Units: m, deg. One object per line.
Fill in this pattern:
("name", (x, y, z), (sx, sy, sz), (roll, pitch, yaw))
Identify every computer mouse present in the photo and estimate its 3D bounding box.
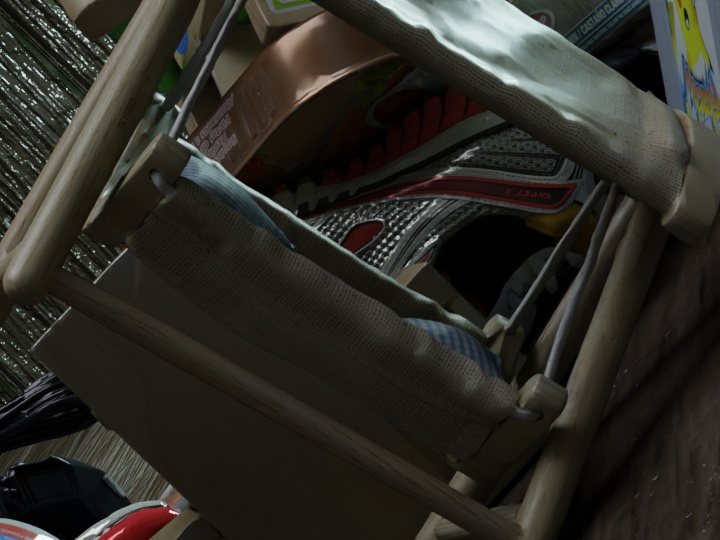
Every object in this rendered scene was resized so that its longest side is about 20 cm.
("computer mouse", (-0.143, 0.106, 1.460), (0.140, 0.200, 0.046), (-28, 53, 16))

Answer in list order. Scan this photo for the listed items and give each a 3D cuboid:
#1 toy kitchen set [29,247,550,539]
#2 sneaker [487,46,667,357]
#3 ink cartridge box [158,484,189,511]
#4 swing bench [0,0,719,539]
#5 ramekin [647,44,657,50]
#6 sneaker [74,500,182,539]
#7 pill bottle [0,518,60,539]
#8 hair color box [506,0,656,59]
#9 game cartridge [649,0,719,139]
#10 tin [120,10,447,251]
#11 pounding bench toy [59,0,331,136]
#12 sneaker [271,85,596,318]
("toy kitchen set", (-0.059, 0.070, 1.102), (0.200, 0.163, 0.180), (-47, 7, -9))
("sneaker", (0.080, -0.026, 1.166), (0.199, 0.080, 0.130), (-38, -6, -27))
("ink cartridge box", (-0.022, 0.060, 1.436), (0.162, 0.050, 0.200), (-42, 11, 27))
("swing bench", (0.001, -0.023, 0.963), (0.200, 0.199, 0.130), (-63, 11, -15))
("ramekin", (0.094, -0.089, 1.360), (0.200, 0.105, 0.200), (-45, 7, 7))
("sneaker", (-0.122, 0.190, 1.242), (0.200, 0.077, 0.085), (-56, 21, -20))
("pill bottle", (-0.203, 0.215, 1.360), (0.112, 0.112, 0.200), (-42, 8, 33))
("hair color box", (0.158, -0.150, 1.227), (0.200, 0.061, 0.100), (-23, -10, -37))
("game cartridge", (0.134, -0.090, 1.018), (0.040, 0.133, 0.200), (-15, 7, -1))
("tin", (-0.022, -0.042, 1.151), (0.112, 0.042, 0.200), (-5, -31, -44))
("pounding bench toy", (-0.048, -0.110, 1.186), (0.200, 0.124, 0.156), (-15, -27, -20))
("sneaker", (0.004, 0.001, 1.119), (0.200, 0.082, 0.078), (-33, -28, 19))
